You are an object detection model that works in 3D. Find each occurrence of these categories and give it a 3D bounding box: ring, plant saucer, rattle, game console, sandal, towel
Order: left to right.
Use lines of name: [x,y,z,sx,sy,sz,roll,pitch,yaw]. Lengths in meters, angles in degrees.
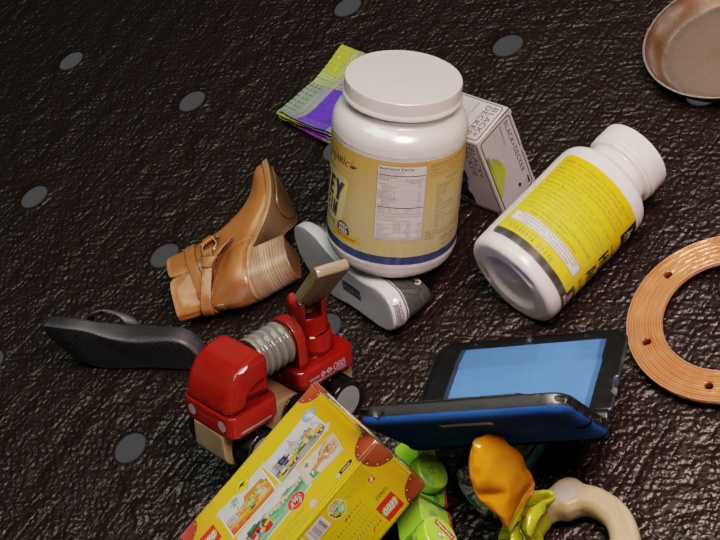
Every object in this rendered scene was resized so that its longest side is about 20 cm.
sandal: [-0.263,0.076,1.580,0.197,0.077,0.043,6,54,17]
towel: [-0.005,-0.215,1.735,0.144,0.023,0.199,-45,41,-15]
game console: [0.121,0.093,1.245,0.198,0.170,0.120,-8,68,28]
rattle: [0.188,0.230,1.165,0.129,0.144,0.200,-20,36,-15]
ring: [0.353,0.046,1.331,0.198,0.019,0.202,-15,45,15]
plant saucer: [0.417,-0.254,1.563,0.197,0.032,0.202,-14,46,14]

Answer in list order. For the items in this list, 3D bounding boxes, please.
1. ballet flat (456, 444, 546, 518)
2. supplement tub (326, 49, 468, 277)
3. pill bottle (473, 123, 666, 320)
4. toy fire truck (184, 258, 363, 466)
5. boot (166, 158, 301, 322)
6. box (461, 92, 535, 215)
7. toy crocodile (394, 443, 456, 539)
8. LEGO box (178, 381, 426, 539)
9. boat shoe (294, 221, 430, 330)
ballet flat: [0.160,0.137,1.302,0.200,0.072,0.072,-47,47,-16]
supplement tub: [0.038,-0.112,1.452,0.142,0.202,0.145,3,34,-2]
pill bottle: [0.218,-0.054,1.423,0.200,0.112,0.111,-45,46,-15]
toy fire truck: [-0.078,0.077,1.364,0.175,0.203,0.128,-27,36,-36]
boot: [-0.153,-0.037,1.626,0.153,0.074,0.201,-22,41,13]
box: [0.091,-0.148,1.569,0.199,0.117,0.060,25,63,39]
toy crocodile: [0.059,0.232,1.283,0.068,0.061,0.201,-46,30,30]
LEGO box: [-0.057,0.223,1.284,0.200,0.077,0.149,-49,30,-4]
boat shoe: [0.000,0.000,1.525,0.056,0.069,0.200,-27,42,-25]
